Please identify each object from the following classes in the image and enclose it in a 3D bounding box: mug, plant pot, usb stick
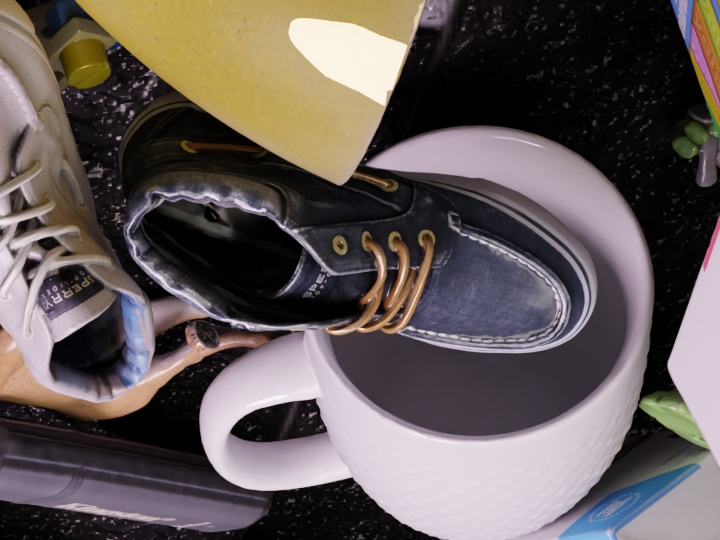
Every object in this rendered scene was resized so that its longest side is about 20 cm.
[{"bbox_3d":[0.026,0.049,1.111,0.198,0.149,0.176,-14,154,-5],"label":"mug"},{"bbox_3d":[-0.042,-0.148,0.896,0.141,0.201,0.201,18,127,-7],"label":"plant pot"},{"bbox_3d":[-0.116,0.095,1.149,0.055,0.033,0.199,-20,159,32],"label":"usb stick"}]

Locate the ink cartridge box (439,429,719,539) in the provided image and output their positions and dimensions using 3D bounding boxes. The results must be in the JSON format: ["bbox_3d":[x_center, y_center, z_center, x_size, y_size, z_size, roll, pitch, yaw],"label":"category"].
[{"bbox_3d":[0.109,0.134,1.208,0.116,0.068,0.200,-31,-173,-33],"label":"ink cartridge box"}]

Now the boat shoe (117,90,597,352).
[{"bbox_3d":[0.000,0.000,0.960,0.199,0.091,0.071,19,114,-11],"label":"boat shoe"}]

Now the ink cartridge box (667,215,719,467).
[{"bbox_3d":[0.233,0.003,0.955,0.199,0.083,0.147,-12,143,-18],"label":"ink cartridge box"}]

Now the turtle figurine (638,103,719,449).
[{"bbox_3d":[0.192,-0.022,1.093,0.143,0.195,0.200,22,166,9],"label":"turtle figurine"}]

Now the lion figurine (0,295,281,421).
[{"bbox_3d":[-0.136,0.034,1.102,0.199,0.073,0.122,25,129,-40],"label":"lion figurine"}]

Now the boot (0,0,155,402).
[{"bbox_3d":[-0.118,-0.022,0.903,0.073,0.096,0.200,-34,156,-4],"label":"boot"}]

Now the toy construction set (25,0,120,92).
[{"bbox_3d":[-0.190,-0.057,0.980,0.200,0.092,0.131,-44,151,17],"label":"toy construction set"}]

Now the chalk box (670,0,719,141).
[{"bbox_3d":[0.175,-0.152,0.969,0.124,0.201,0.124,-16,168,0],"label":"chalk box"}]
